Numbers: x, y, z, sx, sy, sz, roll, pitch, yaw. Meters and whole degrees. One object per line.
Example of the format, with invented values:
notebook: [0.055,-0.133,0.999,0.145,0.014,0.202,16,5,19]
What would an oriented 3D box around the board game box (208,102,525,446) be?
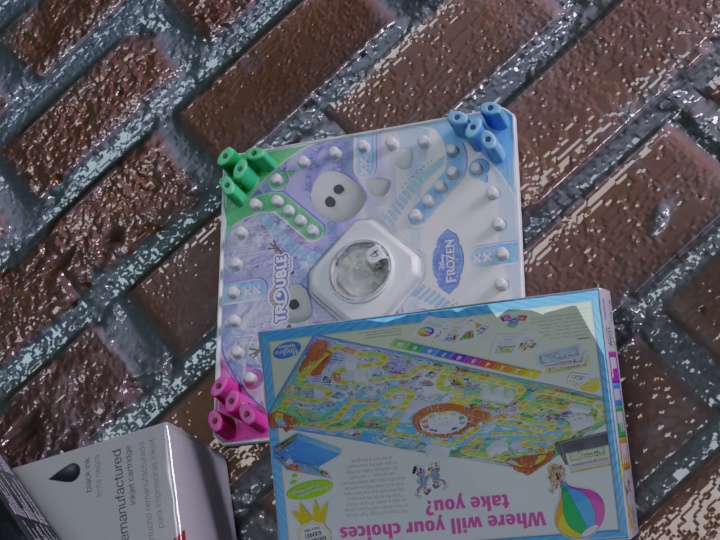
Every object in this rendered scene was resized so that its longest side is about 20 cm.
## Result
board game box: [0.000,0.000,0.900,0.200,0.026,0.200,-8,66,18]

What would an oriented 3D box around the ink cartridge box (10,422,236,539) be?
ink cartridge box: [-0.176,0.190,0.856,0.200,0.083,0.147,-18,63,14]

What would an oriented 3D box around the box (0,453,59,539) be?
box: [-0.259,0.192,0.815,0.193,0.048,0.200,-44,60,4]

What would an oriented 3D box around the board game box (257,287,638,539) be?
board game box: [0.046,0.089,0.817,0.200,0.034,0.135,-7,84,18]
